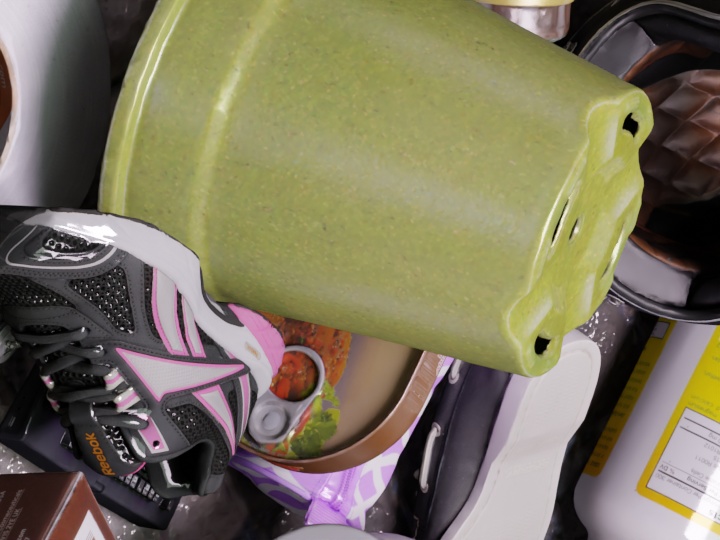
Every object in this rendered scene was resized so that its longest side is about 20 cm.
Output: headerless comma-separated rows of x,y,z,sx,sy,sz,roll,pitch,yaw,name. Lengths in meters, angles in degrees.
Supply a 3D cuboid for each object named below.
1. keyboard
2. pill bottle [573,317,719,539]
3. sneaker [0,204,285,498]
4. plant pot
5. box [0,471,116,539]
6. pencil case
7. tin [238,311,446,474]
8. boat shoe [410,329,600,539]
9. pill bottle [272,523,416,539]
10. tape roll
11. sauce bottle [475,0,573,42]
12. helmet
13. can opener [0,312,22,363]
-0.117,0.088,1.311,0.127,0.021,0.200,-61,159,-7,keyboard
0.180,0.098,1.559,0.104,0.104,0.200,30,85,-41,pill bottle
-0.096,0.037,1.184,0.200,0.080,0.086,35,62,-50,sneaker
0.018,-0.046,1.256,0.200,0.184,0.200,-55,158,-35,plant pot
-0.193,0.142,1.205,0.100,0.200,0.075,67,33,-34,box
0.015,0.033,1.417,0.084,0.085,0.200,34,83,-36,pencil case
0.000,0.000,1.369,0.200,0.112,0.042,-64,151,-8,tin
0.059,0.100,1.488,0.074,0.060,0.200,-12,132,-38,boat shoe
0.020,0.188,1.381,0.114,0.114,0.200,-62,150,-5,pill bottle
-0.204,-0.071,1.220,0.200,0.066,0.201,-14,113,-35,tape roll
0.079,-0.210,1.403,0.065,0.065,0.200,-7,110,-37,sauce bottle
0.183,-0.063,1.454,0.200,0.191,0.200,11,76,-52,helmet
-0.183,0.064,1.225,0.063,0.079,0.200,-63,166,-44,can opener
